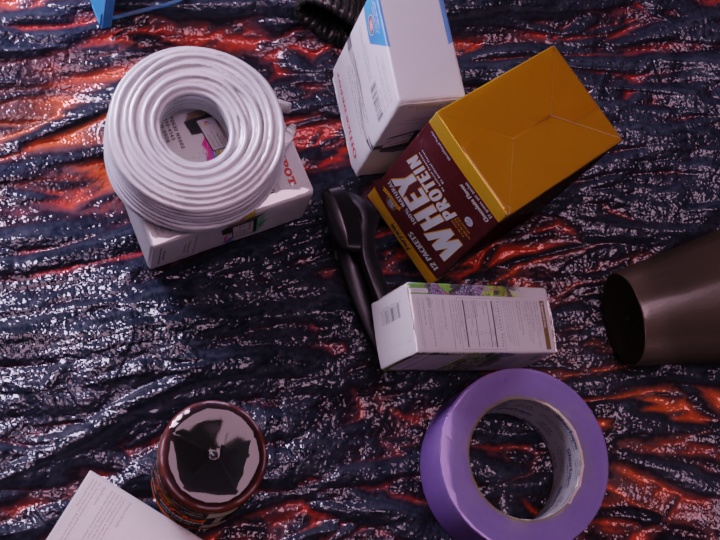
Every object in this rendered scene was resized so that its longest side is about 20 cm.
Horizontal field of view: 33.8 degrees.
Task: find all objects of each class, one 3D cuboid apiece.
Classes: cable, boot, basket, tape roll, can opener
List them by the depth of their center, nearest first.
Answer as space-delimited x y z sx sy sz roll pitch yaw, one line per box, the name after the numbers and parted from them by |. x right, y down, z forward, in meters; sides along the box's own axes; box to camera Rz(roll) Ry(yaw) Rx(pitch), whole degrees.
-0.177 -0.142 1.275 0.197 0.069 0.202 22 69 -6 | cable
0.171 0.217 1.330 0.197 0.085 0.203 4 72 -13 | tape roll
0.000 0.000 1.374 0.078 0.063 0.203 -15 86 -45 | can opener
0.403 0.038 1.421 0.197 0.136 0.183 -10 80 -13 | basket
-0.066 -0.382 1.465 0.208 0.079 0.160 21 69 -7 | boot

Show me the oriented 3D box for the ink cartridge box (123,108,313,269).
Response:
-0.171 -0.109 1.349 0.198 0.084 0.147 -20 78 -19 | ink cartridge box

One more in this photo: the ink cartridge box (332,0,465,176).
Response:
0.040 -0.218 1.374 0.082 0.200 0.147 -7 74 -18 | ink cartridge box

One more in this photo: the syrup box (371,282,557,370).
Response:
0.119 0.065 1.340 0.197 0.079 0.083 2 71 -31 | syrup box

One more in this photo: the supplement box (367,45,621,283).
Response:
0.148 -0.117 1.353 0.196 0.200 0.134 -32 83 -30 | supplement box

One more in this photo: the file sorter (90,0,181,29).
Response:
-0.261 -0.402 1.361 0.121 0.200 0.140 -20 78 -21 | file sorter

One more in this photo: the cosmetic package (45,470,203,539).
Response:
-0.220 0.304 1.206 0.199 0.085 0.108 34 69 -2 | cosmetic package

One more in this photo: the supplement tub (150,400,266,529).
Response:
-0.157 0.202 1.192 0.105 0.200 0.109 4 71 -11 | supplement tub
